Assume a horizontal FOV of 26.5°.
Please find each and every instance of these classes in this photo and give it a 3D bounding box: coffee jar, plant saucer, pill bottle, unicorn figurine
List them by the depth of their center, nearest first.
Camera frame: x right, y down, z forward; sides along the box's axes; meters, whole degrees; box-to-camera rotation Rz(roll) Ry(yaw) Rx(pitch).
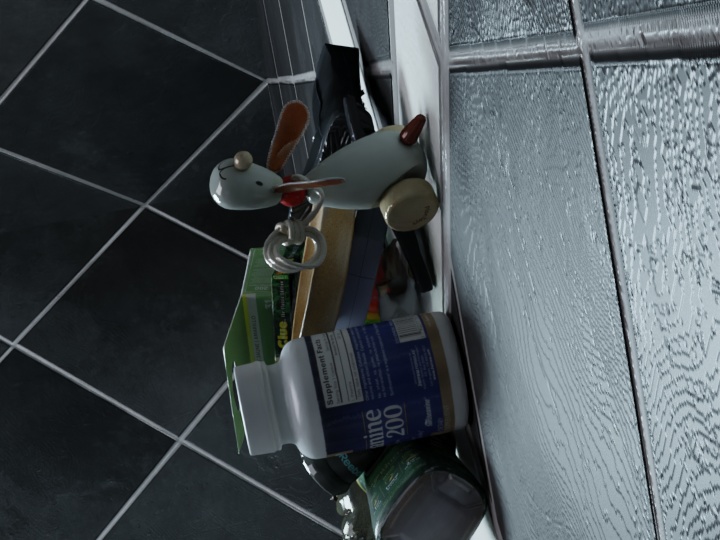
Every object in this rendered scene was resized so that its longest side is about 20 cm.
[{"bbox_3d":[-0.009,0.108,1.384,0.111,0.200,0.111,169,90,-86],"label":"pill bottle"},{"bbox_3d":[0.052,0.198,1.447,0.085,0.104,0.200,34,-171,-15],"label":"coffee jar"},{"bbox_3d":[-0.034,-0.007,1.481,0.200,0.035,0.201,-170,90,-84],"label":"plant saucer"},{"bbox_3d":[0.036,0.081,1.556,0.137,0.074,0.200,95,-170,-62],"label":"unicorn figurine"}]

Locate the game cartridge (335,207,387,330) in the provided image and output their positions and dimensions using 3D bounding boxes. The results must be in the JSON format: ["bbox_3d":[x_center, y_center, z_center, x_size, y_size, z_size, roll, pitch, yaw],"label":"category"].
[{"bbox_3d":[0.000,0.000,1.562,0.200,0.041,0.133,103,-176,-48],"label":"game cartridge"}]

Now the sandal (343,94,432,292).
[{"bbox_3d":[0.036,-0.077,1.445,0.075,0.045,0.200,-94,-20,-83],"label":"sandal"}]

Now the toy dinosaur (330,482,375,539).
[{"bbox_3d":[0.000,0.274,1.670,0.102,0.077,0.200,127,155,-56],"label":"toy dinosaur"}]

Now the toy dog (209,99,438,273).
[{"bbox_3d":[-0.017,-0.091,1.289,0.132,0.200,0.096,48,141,29],"label":"toy dog"}]

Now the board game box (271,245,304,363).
[{"bbox_3d":[-0.074,0.032,1.687,0.200,0.023,0.105,-71,-23,-77],"label":"board game box"}]

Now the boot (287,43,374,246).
[{"bbox_3d":[-0.037,-0.138,1.640,0.200,0.066,0.165,-105,37,-59],"label":"boot"}]

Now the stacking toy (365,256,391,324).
[{"bbox_3d":[0.010,0.032,1.770,0.200,0.085,0.086,106,153,-70],"label":"stacking toy"}]

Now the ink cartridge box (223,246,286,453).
[{"bbox_3d":[-0.108,0.085,1.693,0.200,0.048,0.146,-84,-10,-57],"label":"ink cartridge box"}]

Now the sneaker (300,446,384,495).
[{"bbox_3d":[-0.017,0.137,1.503,0.075,0.079,0.200,42,-163,-31],"label":"sneaker"}]
